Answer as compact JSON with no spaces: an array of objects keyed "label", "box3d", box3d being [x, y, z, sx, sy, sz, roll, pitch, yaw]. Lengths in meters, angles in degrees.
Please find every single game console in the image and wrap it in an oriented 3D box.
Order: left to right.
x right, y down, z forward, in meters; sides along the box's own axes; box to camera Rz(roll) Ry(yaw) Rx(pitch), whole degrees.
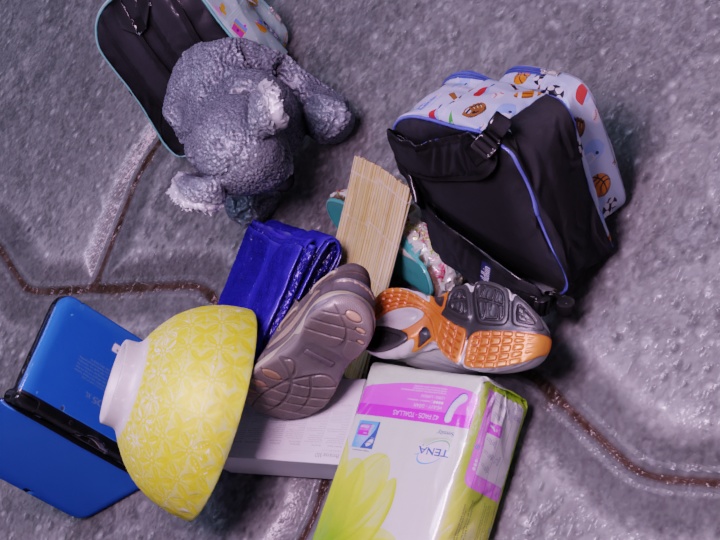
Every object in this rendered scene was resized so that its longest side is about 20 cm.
[{"label":"game console","box3d":[-0.287,0.140,1.767,0.118,0.199,0.172,3,64,47]}]

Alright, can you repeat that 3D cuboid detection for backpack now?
[{"label":"backpack","box3d":[-0.187,-0.256,1.954,0.175,0.200,0.154,-25,30,35]},{"label":"backpack","box3d":[0.121,-0.088,1.512,0.154,0.202,0.189,-38,36,-29]}]

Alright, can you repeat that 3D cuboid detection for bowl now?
[{"label":"bowl","box3d":[-0.177,0.117,1.621,0.200,0.107,0.202,-162,90,-76]}]

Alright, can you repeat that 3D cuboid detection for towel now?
[{"label":"towel","box3d":[-0.092,0.021,1.717,0.149,0.049,0.200,-63,19,-3]}]

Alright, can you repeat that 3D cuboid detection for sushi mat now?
[{"label":"sushi mat","box3d":[0.000,0.000,1.644,0.096,0.012,0.202,37,119,51]}]

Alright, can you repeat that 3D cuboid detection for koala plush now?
[{"label":"koala plush","box3d":[-0.121,-0.133,1.757,0.177,0.184,0.200,-44,13,16]}]

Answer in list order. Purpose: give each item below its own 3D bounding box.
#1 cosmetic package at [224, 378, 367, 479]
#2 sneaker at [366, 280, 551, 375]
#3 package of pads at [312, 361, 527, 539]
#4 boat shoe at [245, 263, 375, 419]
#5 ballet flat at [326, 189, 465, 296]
[{"label":"cosmetic package","box3d":[-0.060,0.147,1.639,0.199,0.050,0.083,-2,61,46]},{"label":"sneaker","box3d":[0.096,0.057,1.505,0.199,0.092,0.077,6,73,48]},{"label":"package of pads","box3d":[0.048,0.183,1.480,0.154,0.068,0.202,4,70,48]},{"label":"boat shoe","box3d":[-0.039,0.064,1.564,0.200,0.074,0.074,-43,21,45]},{"label":"ballet flat","box3d":[0.042,-0.031,1.663,0.064,0.076,0.200,-30,38,-19]}]
